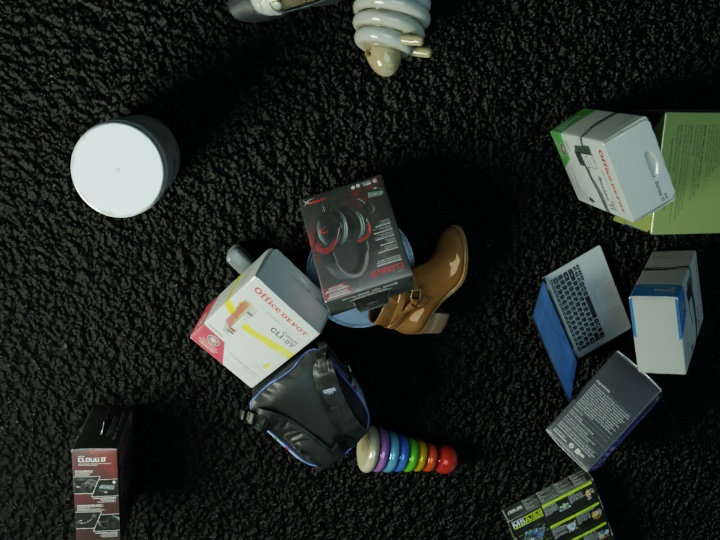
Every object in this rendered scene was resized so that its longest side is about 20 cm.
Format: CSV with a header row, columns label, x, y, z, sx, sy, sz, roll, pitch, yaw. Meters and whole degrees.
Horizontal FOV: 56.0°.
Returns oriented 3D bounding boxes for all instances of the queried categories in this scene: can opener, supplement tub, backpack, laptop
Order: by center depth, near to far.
label,x,y,z,sx,sy,sz,roll,pitch,yaw
supplement tub,-0.342,-0.160,1.007,0.128,0.200,0.136,-2,106,-8
can opener,-0.164,0.046,1.168,0.067,0.053,0.200,-44,106,4
backpack,-0.080,0.234,1.183,0.198,0.154,0.192,-37,99,9
laptop,0.410,0.094,1.240,0.197,0.116,0.190,-29,108,0

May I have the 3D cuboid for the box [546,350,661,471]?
label,x,y,z,sx,sy,sz,roll,pitch,yaw
box,0.458,0.265,1.264,0.104,0.147,0.201,44,98,27

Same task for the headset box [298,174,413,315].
label,x,y,z,sx,sy,sz,roll,pitch,yaw
headset box,-0.004,-0.031,1.088,0.145,0.075,0.205,-16,69,0

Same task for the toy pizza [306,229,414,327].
label,x,y,z,sx,sy,sz,roll,pitch,yaw
toy pizza,0.000,0.000,1.192,0.194,0.032,0.206,-3,104,-11

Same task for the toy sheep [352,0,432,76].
label,x,y,z,sx,sy,sz,roll,pitch,yaw
toy sheep,0.052,-0.402,1.044,0.134,0.138,0.206,12,89,-12

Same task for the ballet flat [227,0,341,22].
label,x,y,z,sx,sy,sz,roll,pitch,yaw
ballet flat,-0.110,-0.431,1.040,0.194,0.073,0.075,-13,107,-5

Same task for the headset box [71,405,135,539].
label,x,y,z,sx,sy,sz,roll,pitch,yaw
headset box,-0.435,0.340,1.155,0.075,0.149,0.206,2,104,-10

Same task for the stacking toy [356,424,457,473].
label,x,y,z,sx,sy,sz,roll,pitch,yaw
stacking toy,0.095,0.345,1.283,0.195,0.085,0.088,11,104,-18

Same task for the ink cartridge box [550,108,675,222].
label,x,y,z,sx,sy,sz,roll,pitch,yaw
ink cartridge box,0.413,-0.179,1.122,0.082,0.200,0.149,-29,107,1

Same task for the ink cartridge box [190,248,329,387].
label,x,y,z,sx,sy,sz,roll,pitch,yaw
ink cartridge box,-0.164,0.081,1.119,0.145,0.084,0.199,42,124,-15

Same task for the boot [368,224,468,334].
label,x,y,z,sx,sy,sz,roll,pitch,yaw
boot,0.096,0.011,1.165,0.152,0.076,0.205,10,106,-33

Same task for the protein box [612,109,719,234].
label,x,y,z,sx,sy,sz,roll,pitch,yaw
protein box,0.572,-0.176,1.182,0.194,0.135,0.205,-2,105,-8

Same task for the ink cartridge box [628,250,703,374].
label,x,y,z,sx,sy,sz,roll,pitch,yaw
ink cartridge box,0.550,0.069,1.211,0.082,0.199,0.148,-2,113,36

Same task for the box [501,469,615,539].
label,x,y,z,sx,sy,sz,roll,pitch,yaw
box,0.413,0.538,1.398,0.196,0.048,0.197,-26,105,0
